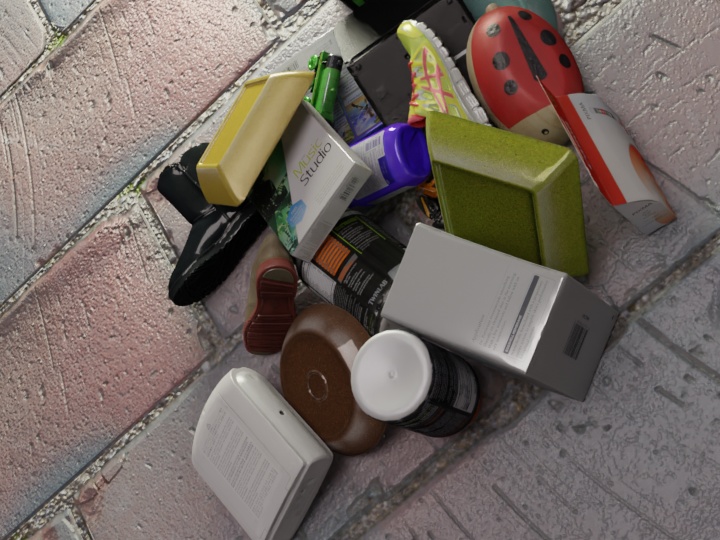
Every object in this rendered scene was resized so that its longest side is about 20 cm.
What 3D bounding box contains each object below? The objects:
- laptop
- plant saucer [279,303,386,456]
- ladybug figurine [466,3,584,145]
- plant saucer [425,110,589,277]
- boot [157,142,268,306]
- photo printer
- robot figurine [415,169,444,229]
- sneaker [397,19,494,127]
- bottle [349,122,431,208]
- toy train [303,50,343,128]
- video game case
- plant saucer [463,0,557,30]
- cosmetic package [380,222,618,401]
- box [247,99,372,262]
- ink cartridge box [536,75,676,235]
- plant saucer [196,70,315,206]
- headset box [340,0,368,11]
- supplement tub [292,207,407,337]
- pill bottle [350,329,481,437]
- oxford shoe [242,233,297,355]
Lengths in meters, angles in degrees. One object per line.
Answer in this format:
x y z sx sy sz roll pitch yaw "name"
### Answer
0.074 -0.299 1.633 0.177 0.103 0.201 -34 88 13 "laptop"
-0.045 0.144 1.555 0.199 0.036 0.202 16 112 45 "plant saucer"
0.208 -0.249 1.522 0.135 0.072 0.201 -29 82 -8 "ladybug figurine"
0.162 -0.076 1.420 0.199 0.201 0.048 21 55 31 "plant saucer"
-0.240 -0.069 1.755 0.200 0.076 0.168 -48 62 2 "boot"
-0.139 0.239 1.595 0.200 0.069 0.167 43 120 32 "photo printer"
0.158 -0.110 1.552 0.199 0.058 0.146 23 87 32 "robot figurine"
0.089 -0.224 1.528 0.090 0.078 0.201 -30 76 5 "sneaker"
0.008 -0.128 1.608 0.199 0.065 0.084 -22 76 48 "bottle"
-0.059 -0.205 1.651 0.056 0.041 0.202 -3 73 53 "toy train"
-0.030 -0.243 1.704 0.199 0.045 0.182 -32 62 18 "video game case"
0.162 -0.311 1.620 0.198 0.036 0.202 -8 73 28 "plant saucer"
0.164 0.052 1.421 0.199 0.199 0.124 22 87 32 "cosmetic package"
-0.078 -0.123 1.577 0.145 0.036 0.200 -54 40 13 "box"
0.286 -0.141 1.405 0.050 0.200 0.163 -31 64 16 "ink cartridge box"
-0.153 -0.186 1.626 0.201 0.048 0.200 -60 19 -6 "plant saucer"
-0.008 -0.471 1.679 0.200 0.174 0.093 -49 59 8 "headset box"
0.000 0.000 1.575 0.200 0.122 0.123 39 96 32 "supplement tub"
0.077 0.141 1.445 0.105 0.200 0.107 -8 72 25 "pill bottle"
-0.118 0.036 1.625 0.201 0.070 0.075 109 159 -46 "oxford shoe"
